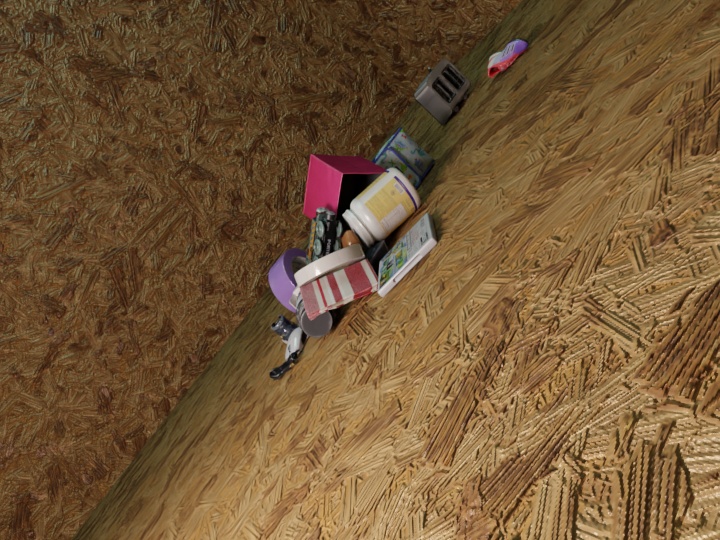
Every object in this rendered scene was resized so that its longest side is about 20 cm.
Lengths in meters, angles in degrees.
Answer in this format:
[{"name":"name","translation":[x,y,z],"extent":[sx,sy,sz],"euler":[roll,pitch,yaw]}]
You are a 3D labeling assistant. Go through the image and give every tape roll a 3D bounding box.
[{"name":"tape roll","translation":[-0.194,0.035,1.774],"extent":[0.085,0.200,0.201],"euler":[-40,14,29]},{"name":"tape roll","translation":[-0.081,-0.011,1.465],"extent":[0.199,0.038,0.203],"euler":[-26,-5,-2]}]

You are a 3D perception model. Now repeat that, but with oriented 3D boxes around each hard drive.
[{"name":"hard drive","translation":[0.000,0.000,1.548],"extent":[0.199,0.042,0.136],"euler":[-32,22,56]}]

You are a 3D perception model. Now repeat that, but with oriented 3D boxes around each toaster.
[{"name":"toaster","translation":[0.327,-0.727,2.217],"extent":[0.182,0.199,0.118],"euler":[-53,9,-25]}]

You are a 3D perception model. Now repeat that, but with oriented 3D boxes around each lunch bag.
[{"name":"lunch bag","translation":[0.126,-0.341,1.829],"extent":[0.201,0.169,0.127],"euler":[-53,9,-22]}]

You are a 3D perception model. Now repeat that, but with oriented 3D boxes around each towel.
[{"name":"towel","translation":[-0.054,0.044,1.388],"extent":[0.196,0.023,0.145],"euler":[-23,31,-3]}]

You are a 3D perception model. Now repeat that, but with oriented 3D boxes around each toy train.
[{"name":"toy train","translation":[-0.111,-0.082,1.595],"extent":[0.114,0.083,0.205],"euler":[41,129,53]}]

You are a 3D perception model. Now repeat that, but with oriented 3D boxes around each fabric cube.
[{"name":"fabric cube","translation":[-0.041,-0.235,1.703],"extent":[0.199,0.196,0.201],"euler":[37,125,48]}]

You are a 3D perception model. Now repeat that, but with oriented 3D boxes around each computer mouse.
[{"name":"computer mouse","translation":[-0.196,0.221,1.588],"extent":[0.109,0.044,0.201],"euler":[-43,14,32]}]

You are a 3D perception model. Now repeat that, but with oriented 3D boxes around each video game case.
[{"name":"video game case","translation":[0.110,-0.042,1.323],"extent":[0.182,0.022,0.201],"euler":[-46,13,18]}]

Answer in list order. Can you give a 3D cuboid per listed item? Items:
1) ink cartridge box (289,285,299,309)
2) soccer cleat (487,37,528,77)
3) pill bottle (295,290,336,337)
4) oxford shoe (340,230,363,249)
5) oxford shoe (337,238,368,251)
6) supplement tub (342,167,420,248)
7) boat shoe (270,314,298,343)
[{"name":"ink cartridge box","translation":[-0.128,0.059,1.656],"extent":[0.067,0.117,0.201],"euler":[-38,16,32]},{"name":"soccer cleat","translation":[0.517,-0.746,1.933],"extent":[0.199,0.067,0.075],"euler":[-8,66,67]},{"name":"pill bottle","translation":[-0.121,0.109,1.489],"extent":[0.112,0.112,0.200],"euler":[-47,13,6]},{"name":"oxford shoe","translation":[-0.031,-0.070,1.631],"extent":[0.070,0.073,0.200],"euler":[-20,-11,-13]},{"name":"oxford shoe","translation":[-0.042,-0.099,1.749],"extent":[0.071,0.074,0.200],"euler":[-51,47,3]},{"name":"supplement tub","translation":[0.060,-0.178,1.572],"extent":[0.199,0.146,0.145],"euler":[-41,11,-4]},{"name":"boat shoe","translation":[-0.241,0.182,1.758],"extent":[0.071,0.091,0.200],"euler":[-50,11,-12]}]
